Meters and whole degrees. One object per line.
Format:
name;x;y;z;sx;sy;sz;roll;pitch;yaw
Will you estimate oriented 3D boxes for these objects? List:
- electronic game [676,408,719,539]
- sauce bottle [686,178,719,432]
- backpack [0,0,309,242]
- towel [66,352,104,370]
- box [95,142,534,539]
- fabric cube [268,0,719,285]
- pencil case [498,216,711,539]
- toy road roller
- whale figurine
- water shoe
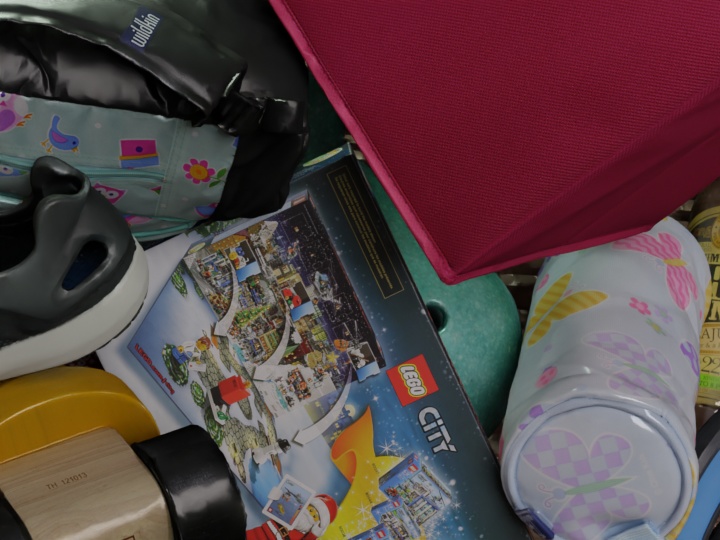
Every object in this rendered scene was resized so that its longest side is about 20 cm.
electronic game;0.190;0.150;1.209;0.200;0.042;0.201;-16;112;-46
sauce bottle;0.189;0.001;1.273;0.064;0.065;0.201;18;72;-17
backpack;-0.128;-0.087;1.040;0.199;0.127;0.167;3;43;-13
towel;-0.176;0.047;1.111;0.200;0.022;0.145;48;68;-25
box;-0.024;0.064;1.101;0.136;0.038;0.201;-25;100;2
fabric cube;0.101;-0.137;1.026;0.197;0.199;0.200;57;30;11
pencil case;0.117;0.047;1.148;0.091;0.083;0.200;43;26;-14
toy road roller;-0.124;0.130;1.066;0.122;0.146;0.201;-19;127;-22
whale figurine;0.000;0.000;1.175;0.159;0.104;0.201;-21;85;-24
water shoe;-0.184;0.016;1.006;0.199;0.072;0.079;-25;126;5
